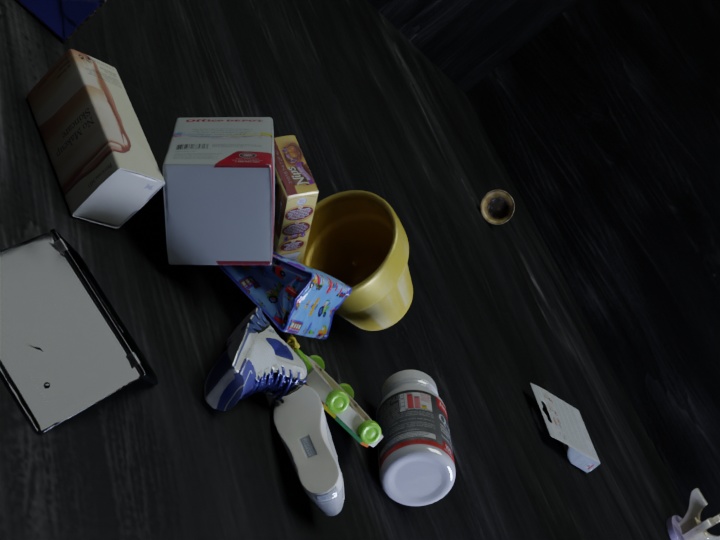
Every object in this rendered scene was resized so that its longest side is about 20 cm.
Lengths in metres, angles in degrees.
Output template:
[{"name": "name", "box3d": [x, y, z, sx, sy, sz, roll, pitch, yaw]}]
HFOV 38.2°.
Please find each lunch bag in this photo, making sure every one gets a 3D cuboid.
[{"name": "lunch bag", "box3d": [-0.135, 0.009, 1.522, 0.198, 0.095, 0.150, 31, 4, 23]}]

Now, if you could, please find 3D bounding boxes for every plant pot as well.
[{"name": "plant pot", "box3d": [0.000, 0.000, 1.744, 0.189, 0.198, 0.203, 54, 12, -53]}]

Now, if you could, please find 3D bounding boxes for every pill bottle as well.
[{"name": "pill bottle", "box3d": [0.081, 0.252, 1.599, 0.116, 0.115, 0.201, 44, 22, -25]}]

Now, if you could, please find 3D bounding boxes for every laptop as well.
[{"name": "laptop", "box3d": [-0.325, 0.068, 1.125, 0.189, 0.115, 0.200, 56, -9, 6]}]

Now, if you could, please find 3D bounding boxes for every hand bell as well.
[{"name": "hand bell", "box3d": [0.433, -0.182, 3.214, 0.105, 0.103, 0.200, 57, 8, 11]}]

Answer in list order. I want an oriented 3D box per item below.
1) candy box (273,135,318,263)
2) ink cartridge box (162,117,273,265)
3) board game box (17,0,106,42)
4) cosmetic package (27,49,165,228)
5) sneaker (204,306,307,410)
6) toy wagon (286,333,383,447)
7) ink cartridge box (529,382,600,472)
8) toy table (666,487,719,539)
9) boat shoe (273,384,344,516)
[{"name": "candy box", "box3d": [-0.120, -0.095, 1.611, 0.056, 0.201, 0.118, -11, 57, -20]}, {"name": "ink cartridge box", "box3d": [-0.190, -0.114, 1.436, 0.201, 0.142, 0.147, -97, -173, -63]}, {"name": "board game box", "box3d": [-0.462, -0.469, 1.567, 0.159, 0.096, 0.201, 43, 22, -29]}, {"name": "cosmetic package", "box3d": [-0.343, -0.169, 1.339, 0.087, 0.103, 0.202, 15, 41, -57]}, {"name": "sneaker", "box3d": [-0.125, 0.129, 1.361, 0.115, 0.081, 0.200, 40, 20, -9]}, {"name": "toy wagon", "box3d": [-0.046, 0.171, 1.492, 0.200, 0.040, 0.155, 46, -1, -22]}, {"name": "ink cartridge box", "box3d": [0.463, 0.367, 2.419, 0.198, 0.050, 0.164, 28, 31, -35]}, {"name": "toy table", "box3d": [0.902, 0.691, 2.775, 0.185, 0.117, 0.199, 57, 21, 10]}, {"name": "boat shoe", "box3d": [-0.062, 0.237, 1.375, 0.201, 0.071, 0.069, -124, -164, -48]}]
